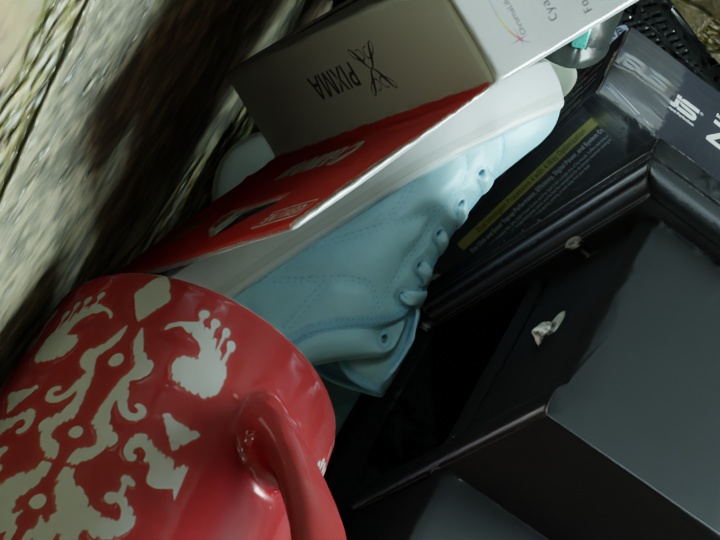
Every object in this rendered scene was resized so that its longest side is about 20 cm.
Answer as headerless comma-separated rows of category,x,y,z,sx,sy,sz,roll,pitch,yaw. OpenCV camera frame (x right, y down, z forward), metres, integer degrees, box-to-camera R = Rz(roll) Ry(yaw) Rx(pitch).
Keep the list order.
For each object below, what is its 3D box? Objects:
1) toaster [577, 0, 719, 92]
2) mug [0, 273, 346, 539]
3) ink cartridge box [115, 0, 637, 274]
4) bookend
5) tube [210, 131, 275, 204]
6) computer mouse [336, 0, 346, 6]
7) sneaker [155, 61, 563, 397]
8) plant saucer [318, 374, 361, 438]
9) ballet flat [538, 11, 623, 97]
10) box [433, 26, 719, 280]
toaster,0.110,-0.040,1.409,0.119,0.181,0.200,-40,169,38
mug,-0.072,0.111,0.954,0.134,0.177,0.200,81,27,-44
ink cartridge box,0.000,-0.066,1.031,0.176,0.045,0.200,-34,-173,-22
bookend,0.051,0.084,1.028,0.200,0.092,0.199,-60,-168,-24
tube,-0.043,-0.008,1.270,0.058,0.052,0.200,-29,171,-10
computer mouse,0.004,-0.028,1.277,0.200,0.046,0.141,106,-18,-62
sneaker,0.000,0.000,1.088,0.200,0.082,0.074,-33,-171,-11
plant saucer,-0.024,0.060,1.211,0.201,0.201,0.039,-48,130,-68
ballet flat,0.056,-0.095,1.193,0.200,0.068,0.069,163,-67,-79
box,0.113,0.010,1.244,0.200,0.161,0.049,-45,-167,48
